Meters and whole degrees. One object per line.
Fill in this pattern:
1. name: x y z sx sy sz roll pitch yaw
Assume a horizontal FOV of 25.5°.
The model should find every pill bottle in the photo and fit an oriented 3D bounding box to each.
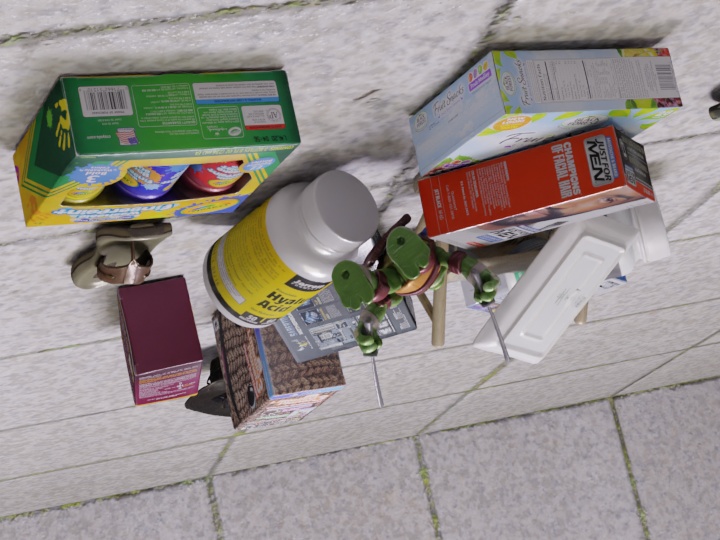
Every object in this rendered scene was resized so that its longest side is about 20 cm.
1. pill bottle: 0.269 -0.038 1.940 0.199 0.114 0.113 -16 166 8
2. pill bottle: -0.071 -0.025 1.665 0.111 0.112 0.200 -1 157 -39

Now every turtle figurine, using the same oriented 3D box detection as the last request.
1. turtle figurine: 0.061 0.036 1.582 0.143 0.201 0.194 3 173 22

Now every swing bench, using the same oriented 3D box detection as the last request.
1. swing bench: 0.162 -0.041 1.755 0.198 0.130 0.201 -6 130 -21

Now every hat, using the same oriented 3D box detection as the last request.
1. hat: -0.171 0.159 2.386 0.200 0.081 0.201 -10 158 -4

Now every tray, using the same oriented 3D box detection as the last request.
1. tray: 0.217 0.024 1.734 0.107 0.022 0.200 16 119 -38

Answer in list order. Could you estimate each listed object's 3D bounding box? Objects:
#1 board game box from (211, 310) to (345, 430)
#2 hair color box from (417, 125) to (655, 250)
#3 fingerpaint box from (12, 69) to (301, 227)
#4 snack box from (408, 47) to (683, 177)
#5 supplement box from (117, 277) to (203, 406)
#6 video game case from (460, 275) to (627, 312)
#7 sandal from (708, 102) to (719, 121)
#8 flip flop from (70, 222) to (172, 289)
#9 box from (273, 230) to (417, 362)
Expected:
1. board game box: -0.109 0.103 2.047 0.096 0.160 0.200 -7 164 -22
2. hair color box: 0.169 -0.076 1.525 0.199 0.064 0.111 -16 168 23
3. fingerpaint box: -0.176 -0.102 1.354 0.199 0.074 0.167 -5 164 -28
4. snack box: 0.172 -0.149 1.500 0.199 0.068 0.169 -6 167 -28
5. supplement box: -0.250 0.091 1.974 0.085 0.111 0.200 -11 166 -11
6. video game case: 0.266 0.016 2.291 0.181 0.046 0.200 -21 164 24
7. sandal: 0.445 -0.162 1.726 0.080 0.058 0.201 -22 164 32
8. flip flop: -0.254 -0.007 1.689 0.081 0.058 0.200 -4 164 -32
9. box: -0.036 0.018 1.853 0.157 0.051 0.200 -17 140 10
